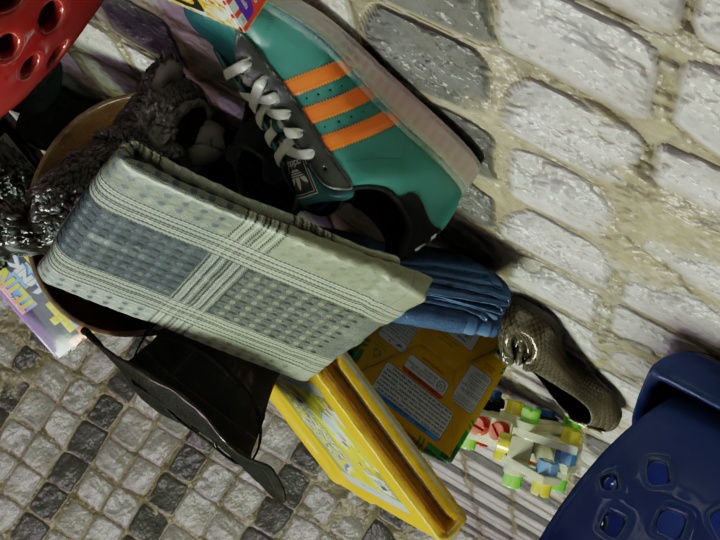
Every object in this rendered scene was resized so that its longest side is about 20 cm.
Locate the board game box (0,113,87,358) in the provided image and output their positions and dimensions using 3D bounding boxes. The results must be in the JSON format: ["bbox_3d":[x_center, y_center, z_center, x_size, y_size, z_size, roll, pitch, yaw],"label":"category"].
[{"bbox_3d":[-0.310,-0.039,1.145,0.201,0.056,0.166,53,-165,-18],"label":"board game box"}]

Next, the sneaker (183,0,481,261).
[{"bbox_3d":[-0.025,-0.082,0.677,0.199,0.080,0.071,37,167,-18],"label":"sneaker"}]

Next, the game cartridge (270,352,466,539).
[{"bbox_3d":[-0.021,0.117,0.947,0.177,0.032,0.199,55,160,-19],"label":"game cartridge"}]

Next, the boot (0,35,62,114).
[{"bbox_3d":[-0.342,-0.213,0.980,0.161,0.074,0.199,16,153,46],"label":"boot"}]

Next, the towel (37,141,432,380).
[{"bbox_3d":[-0.079,-0.001,0.735,0.198,0.035,0.192,24,151,-18],"label":"towel"}]

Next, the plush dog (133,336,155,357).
[{"bbox_3d":[-0.167,0.008,1.249,0.199,0.160,0.173,37,-157,-27],"label":"plush dog"}]

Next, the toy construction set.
[{"bbox_3d":[0.127,0.144,1.148,0.199,0.093,0.131,34,-165,31],"label":"toy construction set"}]

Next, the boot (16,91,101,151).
[{"bbox_3d":[-0.226,-0.099,1.159,0.138,0.078,0.200,39,180,-43],"label":"boot"}]

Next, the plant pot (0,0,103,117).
[{"bbox_3d":[-0.288,-0.169,0.772,0.199,0.184,0.201,31,170,6],"label":"plant pot"}]

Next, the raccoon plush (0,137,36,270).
[{"bbox_3d":[-0.266,-0.081,0.990,0.097,0.133,0.201,46,137,16],"label":"raccoon plush"}]

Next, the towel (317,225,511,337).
[{"bbox_3d":[0.000,0.000,0.852,0.197,0.049,0.112,9,-170,-7],"label":"towel"}]

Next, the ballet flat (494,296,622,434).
[{"bbox_3d":[0.154,0.086,0.967,0.067,0.047,0.200,23,164,38],"label":"ballet flat"}]

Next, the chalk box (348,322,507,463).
[{"bbox_3d":[0.018,0.063,1.031,0.124,0.125,0.199,37,167,-21],"label":"chalk box"}]

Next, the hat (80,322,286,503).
[{"bbox_3d":[-0.106,0.077,0.878,0.200,0.081,0.201,35,166,10],"label":"hat"}]

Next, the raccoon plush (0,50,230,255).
[{"bbox_3d":[-0.190,-0.081,0.830,0.197,0.136,0.097,6,166,-16],"label":"raccoon plush"}]

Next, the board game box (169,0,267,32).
[{"bbox_3d":[-0.145,-0.204,0.590,0.199,0.047,0.152,27,166,24],"label":"board game box"}]

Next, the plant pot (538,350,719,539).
[{"bbox_3d":[0.235,0.176,0.803,0.199,0.181,0.200,28,166,17],"label":"plant pot"}]

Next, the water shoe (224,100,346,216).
[{"bbox_3d":[-0.054,-0.067,0.817,0.071,0.079,0.200,29,167,13],"label":"water shoe"}]

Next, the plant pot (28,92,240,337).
[{"bbox_3d":[-0.146,-0.028,1.020,0.186,0.189,0.200,27,180,19],"label":"plant pot"}]
